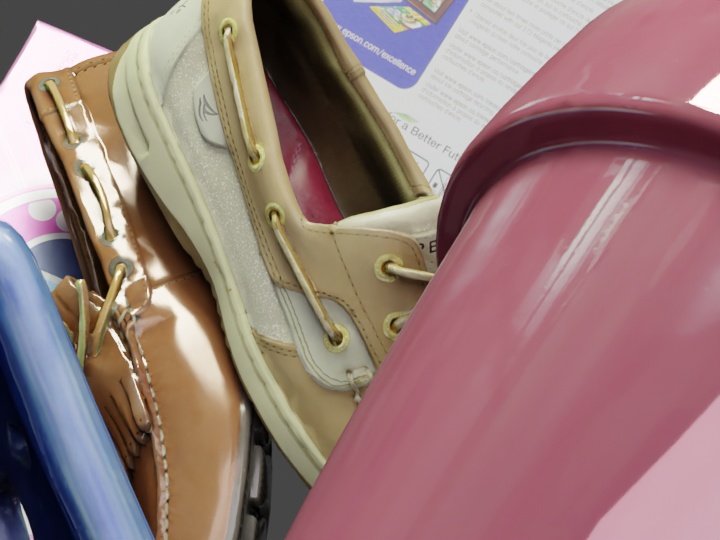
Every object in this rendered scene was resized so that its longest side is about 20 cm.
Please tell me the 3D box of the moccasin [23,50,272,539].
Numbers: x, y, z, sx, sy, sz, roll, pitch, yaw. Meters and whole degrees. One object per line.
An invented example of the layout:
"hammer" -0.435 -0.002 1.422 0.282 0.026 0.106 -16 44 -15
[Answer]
"moccasin" -0.069 0.021 0.767 0.078 0.074 0.202 -6 66 -8

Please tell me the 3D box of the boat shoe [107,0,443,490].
"boat shoe" 0.000 0.000 0.733 0.074 0.066 0.200 -22 75 -51

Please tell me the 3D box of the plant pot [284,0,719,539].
"plant pot" 0.073 0.063 0.593 0.200 0.200 0.179 38 61 11

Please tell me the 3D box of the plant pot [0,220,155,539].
"plant pot" -0.138 0.131 0.565 0.200 0.180 0.200 -17 65 -16

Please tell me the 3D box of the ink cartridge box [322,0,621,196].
"ink cartridge box" 0.051 -0.105 0.845 0.095 0.037 0.200 31 84 5

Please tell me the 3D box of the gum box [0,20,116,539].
"gum box" -0.094 0.020 0.846 0.113 0.066 0.200 23 59 3
